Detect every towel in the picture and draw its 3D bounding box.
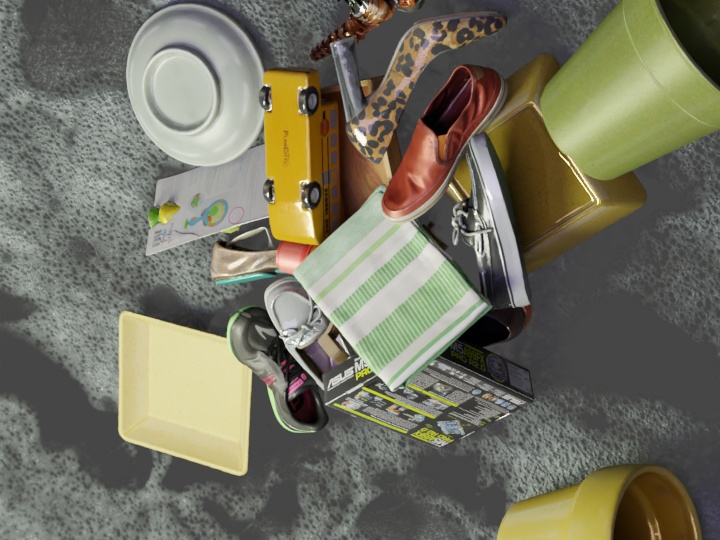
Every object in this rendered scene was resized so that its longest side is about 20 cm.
[{"bbox_3d":[0.032,0.018,1.424,0.153,0.023,0.200,-43,61,6],"label":"towel"}]

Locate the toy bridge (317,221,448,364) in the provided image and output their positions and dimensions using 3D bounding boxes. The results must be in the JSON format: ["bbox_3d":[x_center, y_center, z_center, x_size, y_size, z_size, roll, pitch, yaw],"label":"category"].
[{"bbox_3d":[0.020,0.017,1.537,0.200,0.027,0.067,-48,52,7],"label":"toy bridge"}]

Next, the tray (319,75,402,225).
[{"bbox_3d":[0.001,-0.119,1.503,0.098,0.037,0.201,-6,103,33],"label":"tray"}]

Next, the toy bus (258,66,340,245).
[{"bbox_3d":[-0.066,-0.132,1.471,0.065,0.078,0.201,10,110,31],"label":"toy bus"}]

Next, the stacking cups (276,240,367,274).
[{"bbox_3d":[0.000,0.000,1.496,0.199,0.060,0.061,12,115,23],"label":"stacking cups"}]

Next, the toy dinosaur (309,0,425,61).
[{"bbox_3d":[0.001,-0.313,1.413,0.135,0.102,0.200,33,99,-11],"label":"toy dinosaur"}]

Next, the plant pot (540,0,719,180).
[{"bbox_3d":[0.287,-0.190,1.290,0.200,0.200,0.190,51,131,-3],"label":"plant pot"}]

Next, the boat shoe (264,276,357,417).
[{"bbox_3d":[-0.047,0.095,1.585,0.074,0.065,0.202,-30,113,2],"label":"boat shoe"}]

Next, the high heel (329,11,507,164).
[{"bbox_3d":[0.075,-0.203,1.416,0.199,0.071,0.143,-13,98,8],"label":"high heel"}]

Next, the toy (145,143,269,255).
[{"bbox_3d":[-0.171,-0.082,1.590,0.199,0.116,0.047,-13,144,25],"label":"toy"}]

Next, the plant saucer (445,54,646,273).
[{"bbox_3d":[0.181,-0.103,1.433,0.200,0.048,0.200,-33,95,30],"label":"plant saucer"}]

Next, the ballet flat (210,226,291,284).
[{"bbox_3d":[-0.101,-0.023,1.592,0.199,0.068,0.068,-5,86,23],"label":"ballet flat"}]

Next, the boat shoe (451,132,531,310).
[{"bbox_3d":[0.133,-0.049,1.398,0.068,0.074,0.200,-11,116,12],"label":"boat shoe"}]

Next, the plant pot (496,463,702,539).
[{"bbox_3d":[0.271,0.332,1.510,0.188,0.201,0.202,-13,106,44],"label":"plant pot"}]

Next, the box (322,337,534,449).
[{"bbox_3d":[0.081,0.137,1.513,0.200,0.044,0.160,26,136,-37],"label":"box"}]

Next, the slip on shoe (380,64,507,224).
[{"bbox_3d":[0.080,-0.140,1.399,0.200,0.061,0.074,-54,45,14],"label":"slip on shoe"}]

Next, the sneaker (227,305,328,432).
[{"bbox_3d":[-0.096,0.123,1.619,0.084,0.077,0.200,9,139,53],"label":"sneaker"}]

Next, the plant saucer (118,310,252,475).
[{"bbox_3d":[-0.227,0.156,1.727,0.199,0.048,0.201,14,115,18],"label":"plant saucer"}]

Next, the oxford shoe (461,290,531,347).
[{"bbox_3d":[0.099,0.062,1.531,0.199,0.073,0.072,-9,108,27],"label":"oxford shoe"}]

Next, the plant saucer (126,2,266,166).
[{"bbox_3d":[-0.208,-0.220,1.556,0.199,0.050,0.201,9,112,22],"label":"plant saucer"}]
